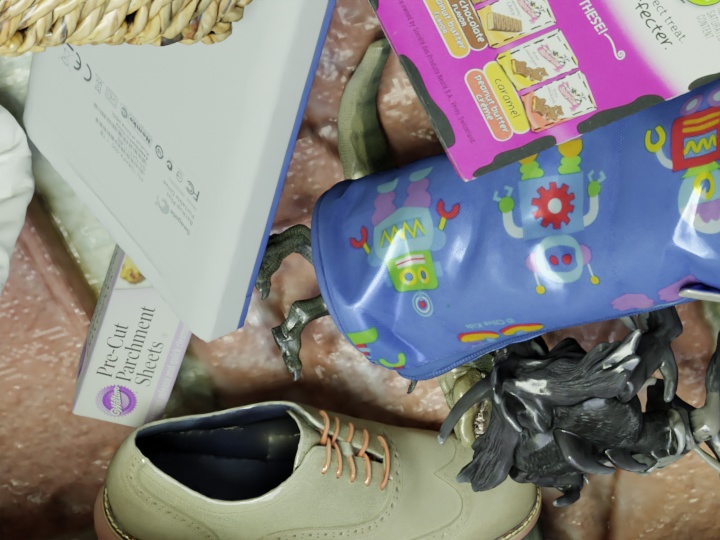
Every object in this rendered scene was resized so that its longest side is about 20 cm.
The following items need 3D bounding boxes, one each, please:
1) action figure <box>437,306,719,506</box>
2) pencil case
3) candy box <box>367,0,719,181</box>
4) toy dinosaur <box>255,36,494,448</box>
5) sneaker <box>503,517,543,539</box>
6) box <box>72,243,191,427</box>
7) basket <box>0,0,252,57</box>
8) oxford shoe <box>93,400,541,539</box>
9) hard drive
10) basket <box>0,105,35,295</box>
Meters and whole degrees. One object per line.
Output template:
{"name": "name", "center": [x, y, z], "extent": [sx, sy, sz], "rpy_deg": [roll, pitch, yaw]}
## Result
{"name": "action figure", "center": [0.108, 0.043, 1.025], "extent": [0.199, 0.102, 0.119], "rpy_deg": [11, 136, -39]}
{"name": "pencil case", "center": [0.077, -0.014, 0.927], "extent": [0.199, 0.087, 0.078], "rpy_deg": [-15, 164, 32]}
{"name": "candy box", "center": [0.098, -0.133, 0.863], "extent": [0.199, 0.061, 0.137], "rpy_deg": [-21, 121, 14]}
{"name": "toy dinosaur", "center": [0.000, 0.000, 1.033], "extent": [0.088, 0.048, 0.201], "rpy_deg": [-24, 124, -4]}
{"name": "sneaker", "center": [0.022, 0.195, 1.161], "extent": [0.113, 0.076, 0.200], "rpy_deg": [3, 123, -2]}
{"name": "box", "center": [-0.075, -0.022, 1.017], "extent": [0.041, 0.039, 0.201], "rpy_deg": [15, 125, -12]}
{"name": "basket", "center": [-0.118, -0.176, 0.777], "extent": [0.148, 0.200, 0.143], "rpy_deg": [-10, 141, -46]}
{"name": "oxford shoe", "center": [-0.011, 0.093, 1.065], "extent": [0.199, 0.071, 0.074], "rpy_deg": [-3, 146, -16]}
{"name": "hard drive", "center": [-0.068, -0.087, 0.903], "extent": [0.025, 0.132, 0.201], "rpy_deg": [-23, 148, -33]}
{"name": "basket", "center": [-0.246, -0.028, 0.905], "extent": [0.160, 0.199, 0.201], "rpy_deg": [-14, 128, 22]}
